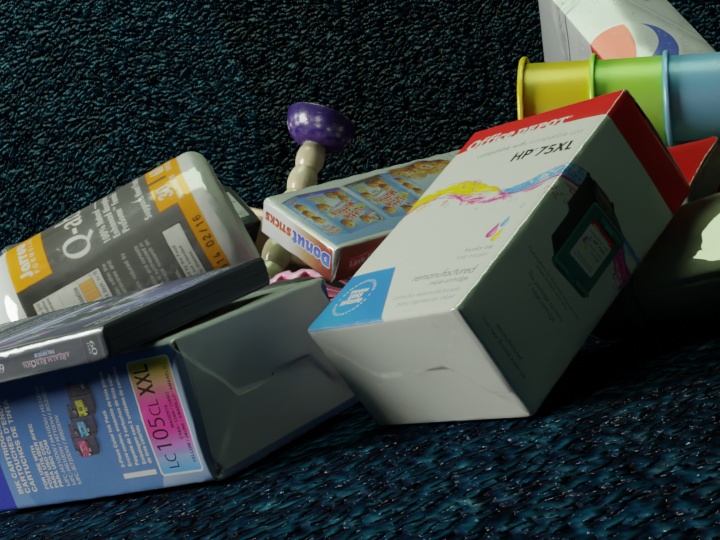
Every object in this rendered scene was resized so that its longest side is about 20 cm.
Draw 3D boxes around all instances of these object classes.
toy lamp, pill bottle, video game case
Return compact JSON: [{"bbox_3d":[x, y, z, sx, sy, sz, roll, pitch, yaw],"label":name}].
[{"bbox_3d":[-0.055,-0.017,1.061,0.058,0.202,0.058,15,-17,5],"label":"toy lamp"},{"bbox_3d":[-0.161,0.020,0.975,0.199,0.117,0.116,-29,4,-2],"label":"pill bottle"},{"bbox_3d":[-0.164,0.036,0.808,0.199,0.019,0.143,-13,7,31],"label":"video game case"}]

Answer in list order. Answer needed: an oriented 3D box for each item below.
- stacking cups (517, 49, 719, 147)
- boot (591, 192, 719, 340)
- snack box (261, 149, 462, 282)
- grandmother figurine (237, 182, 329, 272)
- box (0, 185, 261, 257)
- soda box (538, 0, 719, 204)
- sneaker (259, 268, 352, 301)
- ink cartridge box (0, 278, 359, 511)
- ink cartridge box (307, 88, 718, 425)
[{"bbox_3d":[0.187,-0.091,0.841,0.198,0.061,0.060,-1,7,12],"label":"stacking cups"},{"bbox_3d":[0.199,-0.017,0.830,0.153,0.073,0.200,-16,6,23],"label":"boot"},{"bbox_3d":[0.042,-0.041,0.926,0.199,0.025,0.072,-16,36,-35],"label":"snack box"},{"bbox_3d":[-0.020,-0.008,1.186,0.198,0.122,0.061,16,33,24],"label":"grandmother figurine"},{"bbox_3d":[-0.178,0.032,1.140,0.199,0.051,0.159,-19,-39,-38],"label":"box"},{"bbox_3d":[0.178,-0.112,0.945,0.063,0.069,0.201,-20,46,-8],"label":"soda box"},{"bbox_3d":[-0.009,0.041,0.890,0.198,0.080,0.095,-16,15,15],"label":"sneaker"},{"bbox_3d":[-0.121,0.069,0.833,0.199,0.077,0.136,-11,7,35],"label":"ink cartridge box"},{"bbox_3d":[0.079,-0.018,0.759,0.116,0.067,0.200,-11,32,52],"label":"ink cartridge box"}]
